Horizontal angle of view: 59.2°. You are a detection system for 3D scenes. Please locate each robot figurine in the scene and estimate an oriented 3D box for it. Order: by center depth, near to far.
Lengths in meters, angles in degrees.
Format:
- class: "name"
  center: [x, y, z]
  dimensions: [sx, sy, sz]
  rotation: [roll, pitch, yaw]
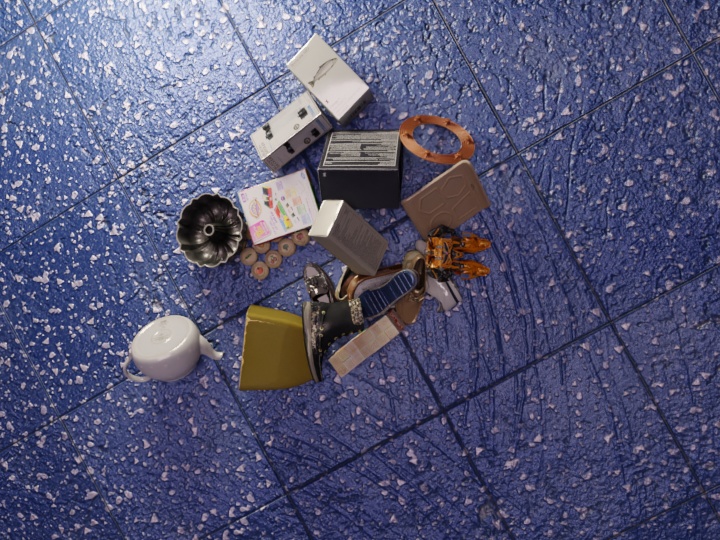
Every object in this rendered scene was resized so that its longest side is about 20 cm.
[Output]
- class: "robot figurine"
  center: [0.244, -0.041, 1.610]
  dimensions: [0.199, 0.058, 0.147]
  rotation: [3, 87, -36]

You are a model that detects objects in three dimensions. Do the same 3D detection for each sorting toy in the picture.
- class: "sorting toy"
  center: [0.219, -0.175, 1.622]
  dimensions: [0.199, 0.185, 0.037]
  rotation: [-31, 46, 8]

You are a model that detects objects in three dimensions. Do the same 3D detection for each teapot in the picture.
- class: "teapot"
  center: [-0.516, 0.231, 1.718]
  dimensions: [0.199, 0.198, 0.147]
  rotation: [15, 135, 32]

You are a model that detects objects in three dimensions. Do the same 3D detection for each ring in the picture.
- class: "ring"
  center: [0.196, -0.338, 1.606]
  dimensions: [0.199, 0.201, 0.019]
  rotation: [21, 137, 5]

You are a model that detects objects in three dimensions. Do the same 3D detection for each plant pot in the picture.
- class: "plant pot"
  center: [-0.206, 0.206, 1.664]
  dimensions: [0.198, 0.195, 0.196]
  rotation: [6, 93, -6]

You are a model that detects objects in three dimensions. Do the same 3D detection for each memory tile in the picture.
- class: "memory tile"
  center: [-0.252, -0.086, 1.739]
  dimensions: [0.200, 0.017, 0.154]
  rotation: [-39, 87, 7]

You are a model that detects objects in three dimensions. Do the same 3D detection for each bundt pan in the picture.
- class: "bundt pan"
  center: [-0.393, -0.104, 1.714]
  dimensions: [0.200, 0.076, 0.204]
  rotation: [-1, 86, 15]

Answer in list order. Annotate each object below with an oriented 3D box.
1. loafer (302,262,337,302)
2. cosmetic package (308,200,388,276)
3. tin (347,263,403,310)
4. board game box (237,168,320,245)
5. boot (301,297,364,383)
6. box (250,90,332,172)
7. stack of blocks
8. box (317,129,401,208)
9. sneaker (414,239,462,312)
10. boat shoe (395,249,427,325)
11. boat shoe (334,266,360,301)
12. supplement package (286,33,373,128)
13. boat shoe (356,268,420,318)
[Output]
- class: "loafer"
  center: [-0.100, 0.073, 1.704]
  dimensions: [0.071, 0.063, 0.201]
  rotation: [-24, 90, 7]
- class: "cosmetic package"
  center: [-0.026, -0.079, 1.572]
  dimensions: [0.073, 0.200, 0.104]
  rotation: [6, 65, 44]
- class: "tin"
  center: [0.065, 0.052, 1.665]
  dimensions: [0.198, 0.042, 0.113]
  rotation: [-14, 114, -10]
- class: "board game box"
  center: [-0.214, -0.169, 1.703]
  dimensions: [0.198, 0.040, 0.154]
  rotation: [-17, 90, 7]
- class: "boot"
  center: [-0.063, 0.170, 1.572]
  dimensions: [0.152, 0.073, 0.206]
  rotation: [-7, 94, -9]
- class: "box"
  center: [-0.184, -0.365, 1.667]
  dimensions: [0.199, 0.060, 0.117]
  rotation: [-35, 52, 10]
- class: "stack of blocks"
  center: [0.021, 0.185, 1.654]
  dimensions: [0.200, 0.115, 0.059]
  rotation: [-39, 87, 17]
- class: "box"
  center: [0.005, -0.257, 1.600]
  dimensions: [0.198, 0.199, 0.124]
  rotation: [1, 129, 7]
- class: "sneaker"
  center: [0.189, 0.013, 1.667]
  dimensions: [0.080, 0.076, 0.201]
  rotation: [-30, 88, 15]
- class: "boat shoe"
  center: [0.133, 0.051, 1.628]
  dimensions: [0.071, 0.065, 0.202]
  rotation: [-1, 107, -15]
- class: "boat shoe"
  center: [0.000, 0.000, 1.687]
  dimensions: [0.074, 0.068, 0.201]
  rotation: [29, 95, 4]
- class: "supplement package"
  center: [-0.077, -0.491, 1.652]
  dimensions: [0.117, 0.117, 0.200]
  rotation: [-45, 87, 7]
- class: "boat shoe"
  center: [0.073, 0.062, 1.595]
  dimensions: [0.199, 0.072, 0.073]
  rotation: [-31, 81, 30]
